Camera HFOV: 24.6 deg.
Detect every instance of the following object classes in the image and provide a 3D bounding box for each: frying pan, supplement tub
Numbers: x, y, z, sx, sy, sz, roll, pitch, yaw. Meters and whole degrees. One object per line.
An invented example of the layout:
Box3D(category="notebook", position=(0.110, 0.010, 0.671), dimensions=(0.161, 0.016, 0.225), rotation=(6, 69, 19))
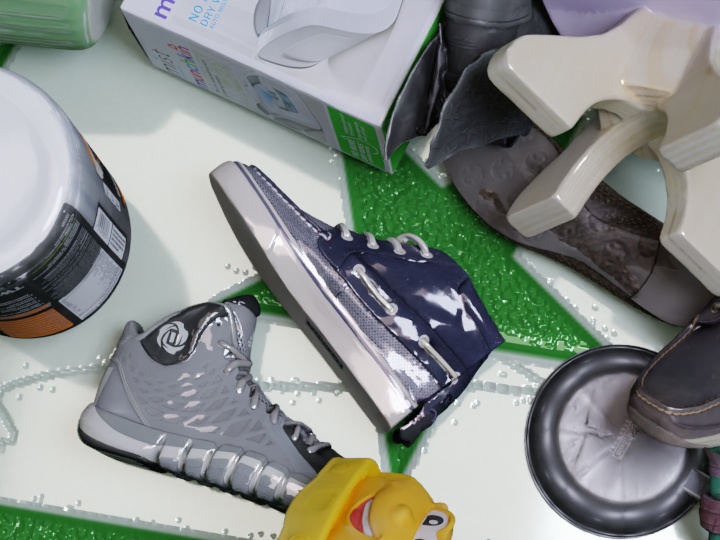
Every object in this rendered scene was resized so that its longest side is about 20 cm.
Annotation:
Box3D(category="frying pan", position=(0.176, 0.129, 0.968), dimensions=(0.115, 0.031, 0.190), rotation=(-36, 77, -3))
Box3D(category="supplement tub", position=(-0.198, -0.030, 0.928), dimensions=(0.121, 0.200, 0.124), rotation=(0, 79, 2))

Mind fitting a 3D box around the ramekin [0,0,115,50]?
Box3D(category="ramekin", position=(-0.190, -0.226, 0.973), dimensions=(0.097, 0.200, 0.202), rotation=(10, 79, -2))

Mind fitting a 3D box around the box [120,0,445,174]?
Box3D(category="box", position=(-0.017, -0.191, 0.998), dimensions=(0.176, 0.097, 0.201), rotation=(26, 80, 11))

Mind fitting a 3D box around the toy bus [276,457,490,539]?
Box3D(category="toy bus", position=(0.063, 0.200, 0.845), dimensions=(0.191, 0.136, 0.201), rotation=(-7, 113, 25))

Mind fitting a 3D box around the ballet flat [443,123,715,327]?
Box3D(category="ballet flat", position=(0.135, -0.032, 0.996), dimensions=(0.199, 0.046, 0.068), rotation=(34, 105, 14))

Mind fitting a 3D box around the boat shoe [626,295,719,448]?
Box3D(category="boat shoe", position=(0.220, 0.027, 0.922), dimensions=(0.074, 0.074, 0.199), rotation=(28, 44, 37))

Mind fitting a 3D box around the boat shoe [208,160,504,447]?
Box3D(category="boat shoe", position=(0.000, 0.000, 0.984), dimensions=(0.092, 0.075, 0.201), rotation=(-36, 87, -11))

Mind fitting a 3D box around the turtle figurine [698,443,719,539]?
Box3D(category="turtle figurine", position=(0.207, 0.195, 0.914), dimensions=(0.149, 0.101, 0.202), rotation=(15, 96, 11))

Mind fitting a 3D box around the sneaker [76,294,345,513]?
Box3D(category="sneaker", position=(-0.059, 0.075, 0.966), dimensions=(0.198, 0.075, 0.116), rotation=(16, 78, 7))

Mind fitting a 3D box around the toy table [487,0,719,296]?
Box3D(category="toy table", position=(0.156, -0.089, 0.888), dimensions=(0.199, 0.184, 0.117), rotation=(36, 60, -6))

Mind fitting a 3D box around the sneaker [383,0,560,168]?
Box3D(category="sneaker", position=(0.084, -0.123, 0.968), dimensions=(0.060, 0.199, 0.105), rotation=(18, 109, 28))
